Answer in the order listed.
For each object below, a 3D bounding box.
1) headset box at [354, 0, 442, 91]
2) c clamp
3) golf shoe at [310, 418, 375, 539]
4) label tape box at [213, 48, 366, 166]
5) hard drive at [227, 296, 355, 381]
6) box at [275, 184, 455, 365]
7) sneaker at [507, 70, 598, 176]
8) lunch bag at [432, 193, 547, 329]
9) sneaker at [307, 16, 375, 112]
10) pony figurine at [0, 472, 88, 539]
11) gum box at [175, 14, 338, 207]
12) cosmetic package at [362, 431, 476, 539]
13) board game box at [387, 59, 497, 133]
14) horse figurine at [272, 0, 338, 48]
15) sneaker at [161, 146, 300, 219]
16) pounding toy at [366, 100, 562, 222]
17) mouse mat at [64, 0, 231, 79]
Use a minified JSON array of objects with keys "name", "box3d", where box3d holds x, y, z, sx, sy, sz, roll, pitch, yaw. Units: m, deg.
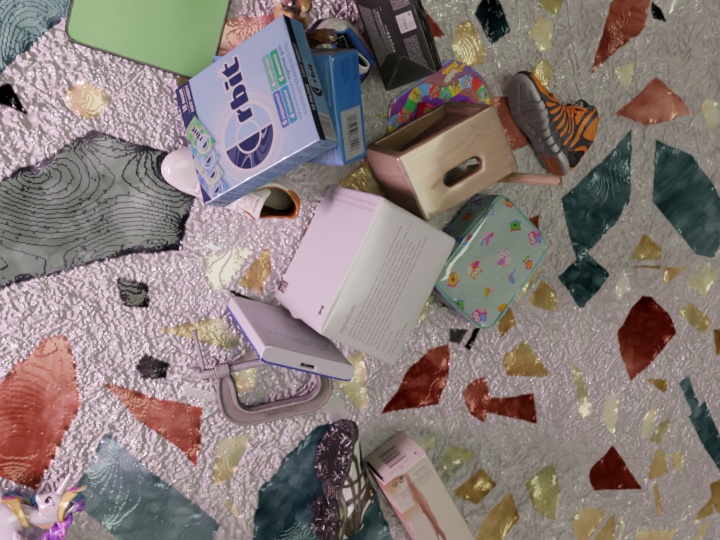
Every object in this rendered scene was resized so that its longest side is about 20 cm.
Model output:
[{"name":"headset box","box3d":[0.055,-0.339,1.116,0.077,0.200,0.149,-18,104,12]},{"name":"c clamp","box3d":[-0.139,0.156,1.181,0.200,0.027,0.171,-6,113,-11]},{"name":"golf shoe","box3d":[-0.021,0.330,1.273,0.094,0.078,0.200,4,100,-42]},{"name":"label tape box","box3d":[-0.094,-0.225,1.081,0.063,0.200,0.144,-34,126,-48]},{"name":"hard drive","box3d":[-0.102,0.092,1.114,0.132,0.200,0.025,17,100,-25]},{"name":"box","box3d":[0.000,0.000,1.142,0.131,0.199,0.200,26,90,-26]},{"name":"sneaker","box3d":[0.320,-0.263,1.314,0.112,0.078,0.200,-44,124,-15]},{"name":"lunch bag","box3d":[0.200,-0.011,1.297,0.160,0.077,0.200,42,82,-25]},{"name":"sneaker","box3d":[-0.023,-0.251,1.116,0.080,0.146,0.200,-22,107,-19]},{"name":"pony figurine","box3d":[-0.458,0.365,1.049,0.200,0.167,0.193,-2,93,-8]},{"name":"gum box","box3d":[-0.137,-0.197,1.018,0.045,0.200,0.170,2,68,-57]},{"name":"cosmetic package","box3d":[0.097,0.378,1.308,0.087,0.103,0.200,-34,109,-13]},{"name":"board game box","box3d":[0.140,-0.231,1.250,0.200,0.039,0.158,-38,112,-14]},{"name":"horse figurine","box3d":[-0.090,-0.372,1.044,0.050,0.133,0.200,-18,87,-18]},{"name":"sneaker","box3d":[-0.172,-0.117,1.103,0.200,0.085,0.073,11,114,-24]},{"name":"pounding toy","box3d":[0.143,-0.153,1.152,0.200,0.184,0.142,-30,111,-8]},{"name":"mouse mat","box3d":[-0.277,-0.354,1.064,0.200,0.008,0.161,13,93,-24]}]
